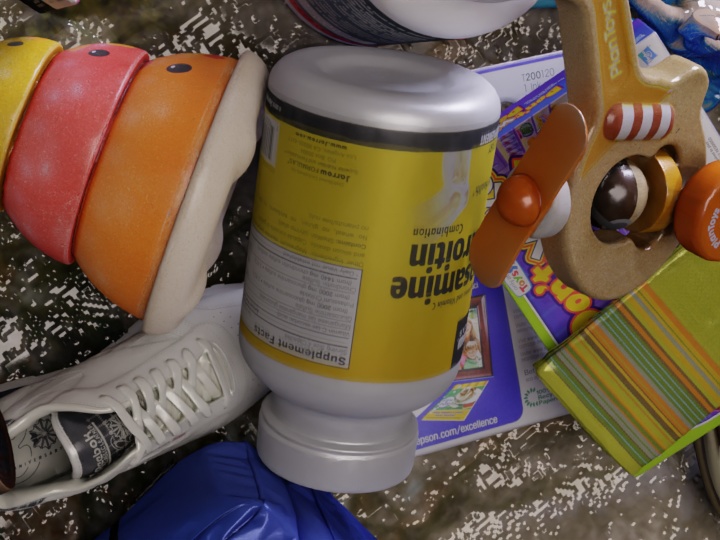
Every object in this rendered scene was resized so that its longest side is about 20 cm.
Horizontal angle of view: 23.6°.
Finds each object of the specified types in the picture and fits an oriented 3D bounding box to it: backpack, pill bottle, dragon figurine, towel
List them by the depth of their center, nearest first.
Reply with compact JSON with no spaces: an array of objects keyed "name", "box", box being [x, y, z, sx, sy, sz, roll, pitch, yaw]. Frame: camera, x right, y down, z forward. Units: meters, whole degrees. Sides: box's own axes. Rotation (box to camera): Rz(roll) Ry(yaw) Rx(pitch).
[{"name":"pill bottle","box":[0.000,0.000,0.835,0.111,0.112,0.201,0,112,-19]},{"name":"pill bottle","box":[0.034,-0.171,0.837,0.119,0.200,0.120,-2,96,-18]},{"name":"backpack","box":[-0.078,0.199,0.862,0.200,0.163,0.168,-43,102,2]},{"name":"towel","box":[0.189,0.016,0.886,0.200,0.018,0.086,-41,110,8]},{"name":"dragon figurine","box":[0.185,-0.124,0.944,0.199,0.099,0.059,3,64,-23]}]

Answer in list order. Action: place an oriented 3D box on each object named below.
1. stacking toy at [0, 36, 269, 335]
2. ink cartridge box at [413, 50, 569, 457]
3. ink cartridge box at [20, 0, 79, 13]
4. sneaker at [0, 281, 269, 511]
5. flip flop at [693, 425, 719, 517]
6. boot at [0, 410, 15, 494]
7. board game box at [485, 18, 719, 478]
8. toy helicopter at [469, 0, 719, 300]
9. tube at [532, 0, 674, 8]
[{"name":"stacking toy","box":[-0.153,-0.066,0.836,0.199,0.146,0.147,20,88,-5]},{"name":"ink cartridge box","box":[0.068,-0.012,0.947,0.197,0.043,0.201,-13,101,-18]},{"name":"ink cartridge box","box":[-0.101,-0.214,0.842,0.037,0.095,0.201,36,83,-19]},{"name":"sneaker","box":[-0.110,0.068,0.876,0.199,0.080,0.077,-27,102,-16]},{"name":"flip flop","box":[0.231,0.080,0.988,0.081,0.057,0.201,-39,116,-37]},{"name":"boot","box":[-0.243,0.039,0.813,0.097,0.075,0.201,-33,74,-3]},{"name":"board game box","box":[0.145,-0.009,0.907,0.134,0.045,0.200,-34,106,7]},{"name":"toy helicopter","box":[0.102,-0.071,0.773,0.132,0.079,0.201,-31,129,-21]},{"name":"tube","box":[0.169,-0.177,0.969,0.199,0.050,0.078,3,92,-14]}]
